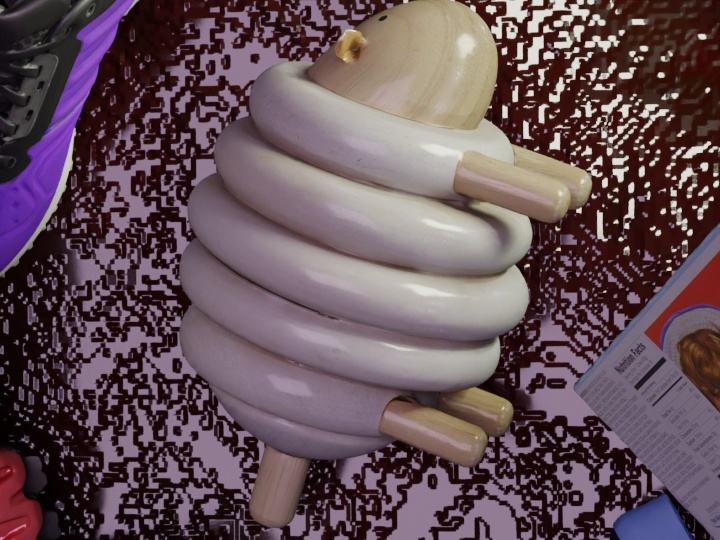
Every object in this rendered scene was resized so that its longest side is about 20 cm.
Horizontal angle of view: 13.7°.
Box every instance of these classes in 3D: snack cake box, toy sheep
[{"bbox_3d":[0.155,0.030,0.986,0.067,0.200,0.115,-40,83,-22],"label":"snack cake box"},{"bbox_3d":[0.000,0.000,1.052,0.137,0.138,0.201,20,100,9],"label":"toy sheep"}]

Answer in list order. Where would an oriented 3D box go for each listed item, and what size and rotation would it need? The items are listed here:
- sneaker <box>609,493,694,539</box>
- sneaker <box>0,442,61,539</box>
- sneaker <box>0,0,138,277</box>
[{"bbox_3d":[0.111,0.184,1.063,0.077,0.070,0.201,-17,88,4],"label":"sneaker"},{"bbox_3d":[-0.182,0.040,1.067,0.098,0.071,0.202,-30,113,-32],"label":"sneaker"},{"bbox_3d":[-0.130,-0.081,1.083,0.069,0.099,0.201,29,98,8],"label":"sneaker"}]
